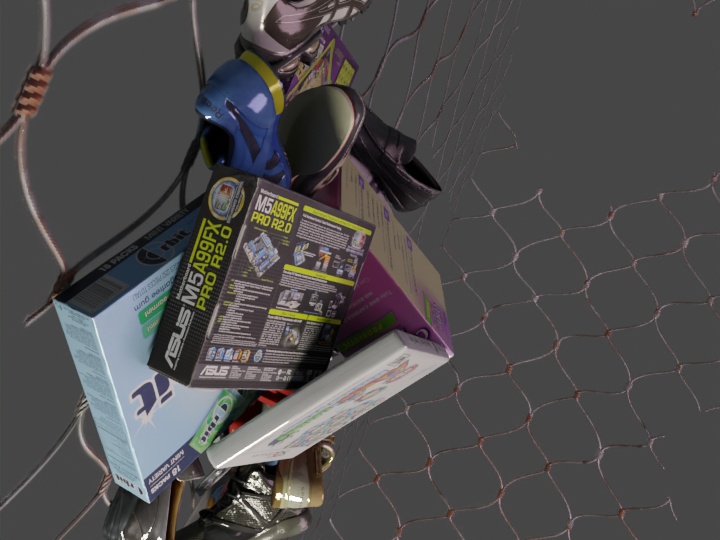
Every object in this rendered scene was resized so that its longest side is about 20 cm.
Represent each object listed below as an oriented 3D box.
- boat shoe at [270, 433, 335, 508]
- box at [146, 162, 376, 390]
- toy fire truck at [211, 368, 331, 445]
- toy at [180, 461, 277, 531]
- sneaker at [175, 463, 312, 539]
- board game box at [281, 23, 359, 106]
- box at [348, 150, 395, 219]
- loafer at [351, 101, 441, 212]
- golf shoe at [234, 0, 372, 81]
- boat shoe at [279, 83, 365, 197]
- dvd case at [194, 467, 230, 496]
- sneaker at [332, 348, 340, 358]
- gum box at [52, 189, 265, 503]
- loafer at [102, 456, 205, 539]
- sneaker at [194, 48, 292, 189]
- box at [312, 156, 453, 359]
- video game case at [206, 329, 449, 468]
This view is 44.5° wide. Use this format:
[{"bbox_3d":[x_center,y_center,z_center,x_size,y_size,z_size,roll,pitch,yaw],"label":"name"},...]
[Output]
[{"bbox_3d":[-0.065,0.226,1.089,0.200,0.066,0.074,-81,-178,-63],"label":"boat shoe"},{"bbox_3d":[-0.071,0.015,0.716,0.200,0.044,0.161,15,94,-63],"label":"box"},{"bbox_3d":[-0.076,0.139,1.002,0.176,0.199,0.129,101,16,-48],"label":"toy fire truck"},{"bbox_3d":[-0.153,0.310,1.202,0.200,0.115,0.047,-58,171,-46],"label":"toy"},{"bbox_3d":[-0.166,0.297,1.111,0.076,0.199,0.115,-163,-120,-72],"label":"sneaker"},{"bbox_3d":[-0.052,-0.188,0.918,0.200,0.032,0.121,12,97,-80],"label":"board game box"},{"bbox_3d":[0.002,-0.059,1.108,0.201,0.036,0.144,64,26,-15],"label":"box"},{"bbox_3d":[0.037,-0.155,1.118,0.201,0.070,0.068,50,31,-39],"label":"loafer"},{"bbox_3d":[-0.035,-0.249,0.737,0.095,0.077,0.200,98,17,-55],"label":"golf shoe"},{"bbox_3d":[-0.044,-0.113,0.827,0.062,0.071,0.200,-15,165,-34],"label":"boat shoe"},{"bbox_3d":[-0.129,0.203,1.155,0.200,0.016,0.149,-47,179,-38],"label":"dvd case"},{"bbox_3d":[-0.072,0.119,1.307,0.200,0.087,0.076,102,13,-51],"label":"sneaker"},{"bbox_3d":[-0.143,0.059,0.708,0.170,0.044,0.201,-43,143,-40],"label":"gum box"},{"bbox_3d":[-0.189,0.194,0.896,0.073,0.072,0.201,9,103,-79],"label":"loafer"},{"bbox_3d":[-0.106,-0.102,0.751,0.078,0.066,0.200,-44,164,-19],"label":"sneaker"},{"bbox_3d":[0.000,0.000,0.945,0.096,0.200,0.176,-34,-157,15],"label":"box"},{"bbox_3d":[-0.021,0.121,0.816,0.200,0.024,0.182,-34,163,10],"label":"video game case"}]
